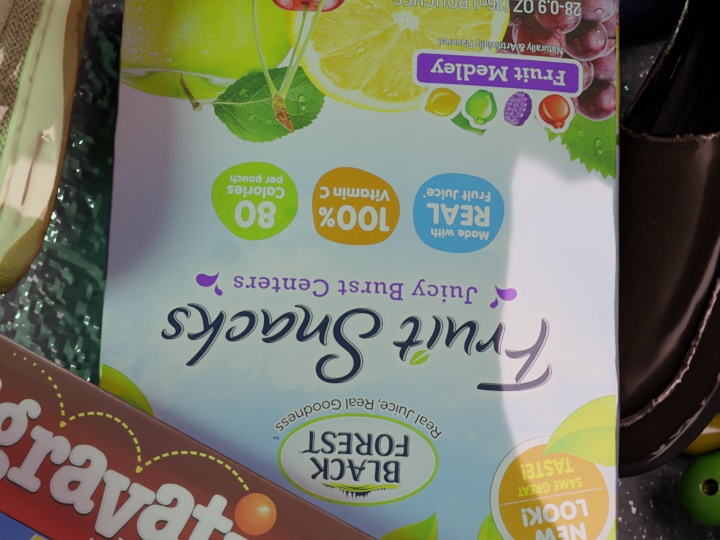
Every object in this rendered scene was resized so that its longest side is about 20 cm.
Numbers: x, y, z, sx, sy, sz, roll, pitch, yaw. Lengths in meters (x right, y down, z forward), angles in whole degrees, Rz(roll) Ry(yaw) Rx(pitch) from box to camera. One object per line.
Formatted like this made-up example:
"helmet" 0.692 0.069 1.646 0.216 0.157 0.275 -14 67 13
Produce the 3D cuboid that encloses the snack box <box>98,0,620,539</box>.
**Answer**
"snack box" 0.000 0.000 0.701 0.167 0.068 0.202 2 76 -3

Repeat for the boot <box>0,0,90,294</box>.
"boot" -0.164 -0.103 0.663 0.154 0.073 0.202 14 68 -23

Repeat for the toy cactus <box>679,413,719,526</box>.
"toy cactus" 0.188 0.018 0.842 0.165 0.102 0.202 35 54 -30

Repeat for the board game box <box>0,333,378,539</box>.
"board game box" -0.084 0.089 0.629 0.199 0.019 0.104 27 74 7

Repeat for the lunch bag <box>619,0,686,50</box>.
"lunch bag" 0.135 -0.183 0.784 0.135 0.200 0.133 -16 76 -33

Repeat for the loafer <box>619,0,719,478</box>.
"loafer" 0.107 -0.025 0.760 0.071 0.072 0.202 41 64 -50
